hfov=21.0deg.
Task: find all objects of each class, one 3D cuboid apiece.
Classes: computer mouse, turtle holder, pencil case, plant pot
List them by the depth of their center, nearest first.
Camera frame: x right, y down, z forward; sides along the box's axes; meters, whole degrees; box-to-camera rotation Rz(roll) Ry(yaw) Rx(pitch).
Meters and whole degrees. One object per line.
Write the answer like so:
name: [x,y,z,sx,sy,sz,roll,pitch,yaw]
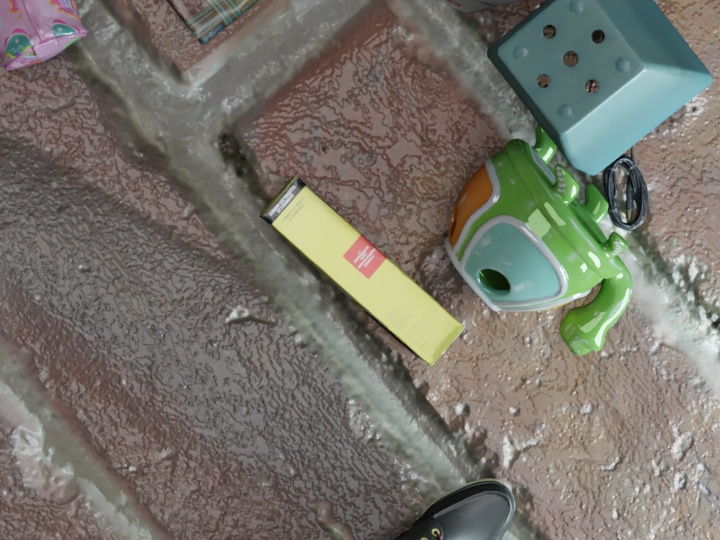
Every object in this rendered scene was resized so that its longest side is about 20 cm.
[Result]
plant pot: [0.194,-0.175,1.639,0.141,0.200,0.141,-39,84,13]
pencil case: [-0.310,-0.276,1.674,0.087,0.087,0.201,-22,95,-4]
turtle holder: [0.158,-0.024,1.714,0.132,0.141,0.185,-38,135,11]
computer mouse: [0.248,-0.137,1.761,0.058,0.034,0.201,5,97,-22]

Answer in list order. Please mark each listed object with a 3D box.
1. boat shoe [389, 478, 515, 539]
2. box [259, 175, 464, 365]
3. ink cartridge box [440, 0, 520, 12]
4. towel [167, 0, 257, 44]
boat shoe: [0.059,0.262,1.738,0.201,0.063,0.074,-35,93,-5]
box: [0.000,0.000,1.717,0.200,0.075,0.050,42,88,-4]
ink cartridge box: [0.079,-0.291,1.644,0.145,0.200,0.084,26,86,-16]
towel: [-0.108,-0.319,1.723,0.200,0.022,0.147,-40,94,-3]
